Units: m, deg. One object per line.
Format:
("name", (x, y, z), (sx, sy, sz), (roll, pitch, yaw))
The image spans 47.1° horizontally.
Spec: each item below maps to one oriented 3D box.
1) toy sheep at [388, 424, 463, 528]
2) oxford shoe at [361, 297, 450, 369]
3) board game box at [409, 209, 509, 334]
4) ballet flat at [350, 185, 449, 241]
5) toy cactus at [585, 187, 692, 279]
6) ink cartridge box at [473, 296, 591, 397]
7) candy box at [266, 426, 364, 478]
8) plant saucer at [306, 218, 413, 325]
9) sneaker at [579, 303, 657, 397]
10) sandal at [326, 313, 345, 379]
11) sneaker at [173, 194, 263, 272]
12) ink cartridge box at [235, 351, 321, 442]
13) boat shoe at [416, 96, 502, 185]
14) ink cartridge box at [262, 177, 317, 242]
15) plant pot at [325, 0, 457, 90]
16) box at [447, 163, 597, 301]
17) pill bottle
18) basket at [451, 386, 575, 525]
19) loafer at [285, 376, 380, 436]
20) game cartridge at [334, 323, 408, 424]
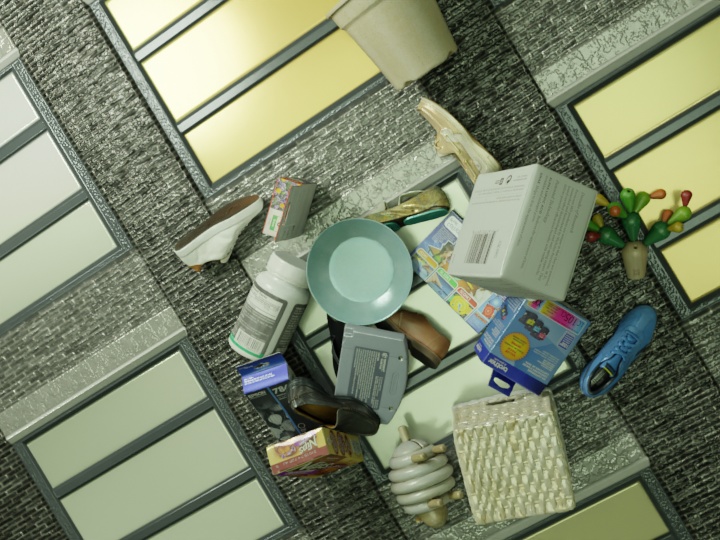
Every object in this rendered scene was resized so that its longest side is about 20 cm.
("toy sheep", (0.117, 0.390, 1.569), (0.138, 0.138, 0.200), (-18, 79, 12))
("oxford shoe", (0.084, 0.102, 1.585), (0.200, 0.071, 0.071), (37, 71, 7))
("board game box", (0.199, 0.002, 1.556), (0.200, 0.034, 0.135), (45, 101, 3))
("ballet flat", (0.070, -0.108, 1.559), (0.200, 0.071, 0.071), (-19, 93, 13))
("toy cactus", (0.493, -0.065, 1.475), (0.199, 0.102, 0.165), (-9, 104, 3))
("ink cartridge box", (0.304, 0.133, 1.516), (0.136, 0.076, 0.200), (30, 103, -12))
("candy box", (-0.081, 0.347, 1.562), (0.116, 0.200, 0.057), (-22, 70, 12))
("plant saucer", (0.000, 0.000, 1.538), (0.200, 0.039, 0.202), (2, 101, 9))
("sneaker", (0.474, 0.151, 1.502), (0.066, 0.078, 0.200), (37, 100, 7))
("sandal", (-0.027, 0.156, 1.610), (0.076, 0.043, 0.201), (-16, 95, 11))
("sneaker", (-0.264, -0.071, 1.629), (0.200, 0.073, 0.085), (-33, 120, 6))
("ink cartridge box", (-0.155, 0.248, 1.596), (0.099, 0.039, 0.200), (-20, 126, 13))
("boat shoe", (0.170, -0.232, 1.517), (0.200, 0.074, 0.069), (45, 96, 2))
("ink cartridge box", (-0.137, -0.115, 1.521), (0.050, 0.200, 0.109), (19, 99, 8))
("plant pot", (0.070, -0.432, 1.468), (0.200, 0.200, 0.184), (-32, 102, 12))
("box", (0.273, -0.062, 1.418), (0.130, 0.199, 0.200), (21, 84, -20))
("pill bottle", (-0.166, 0.071, 1.592), (0.113, 0.113, 0.200), (28, 100, 6))
("basket", (0.279, 0.342, 1.518), (0.198, 0.161, 0.201), (-13, 95, 11))
("loafer", (-0.051, 0.272, 1.546), (0.200, 0.072, 0.073), (24, 116, -18))
("game cartridge", (0.022, 0.198, 1.566), (0.133, 0.042, 0.200), (9, 118, -1))
